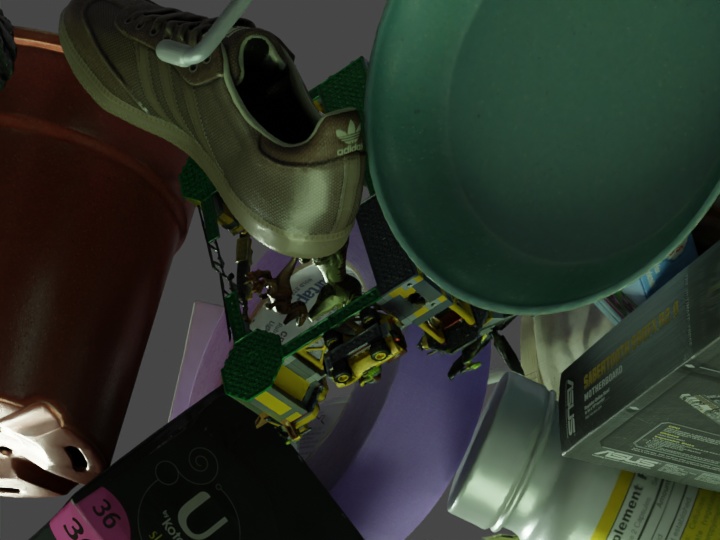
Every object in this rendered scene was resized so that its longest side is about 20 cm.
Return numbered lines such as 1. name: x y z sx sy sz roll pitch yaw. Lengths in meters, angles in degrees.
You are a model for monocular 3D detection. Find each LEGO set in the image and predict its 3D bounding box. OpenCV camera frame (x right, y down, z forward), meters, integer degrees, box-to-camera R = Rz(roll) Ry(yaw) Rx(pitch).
1. LEGO set: 0.000 0.000 0.954 0.154 0.201 0.116 -38 137 13

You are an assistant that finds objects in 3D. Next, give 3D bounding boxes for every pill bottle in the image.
1. pill bottle: 0.152 0.130 0.983 0.199 0.112 0.111 25 152 0

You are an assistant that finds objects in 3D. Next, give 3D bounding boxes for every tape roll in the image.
1. tape roll: -0.017 0.068 1.066 0.065 0.201 0.200 28 147 -32

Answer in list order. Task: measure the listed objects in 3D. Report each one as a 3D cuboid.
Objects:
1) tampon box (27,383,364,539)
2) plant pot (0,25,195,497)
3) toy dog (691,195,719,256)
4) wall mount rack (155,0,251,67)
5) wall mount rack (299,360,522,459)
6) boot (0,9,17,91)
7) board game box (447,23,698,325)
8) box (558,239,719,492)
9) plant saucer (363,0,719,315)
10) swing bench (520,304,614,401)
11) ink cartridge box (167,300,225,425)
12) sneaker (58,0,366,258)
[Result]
1. tampon box: -0.102 0.180 0.977 0.150 0.126 0.200 51 140 3
2. plant pot: -0.190 0.005 1.003 0.199 0.196 0.201 7 152 4
3. toy dog: 0.217 -0.062 0.819 0.193 0.140 0.200 11 157 -15
4. wall mount rack: -0.137 -0.167 0.801 0.173 0.075 0.200 31 168 38
5. wall mount rack: 0.020 0.106 1.157 0.075 0.174 0.199 46 147 -23
6. boot: -0.263 -0.149 0.848 0.210 0.080 0.158 29 169 4
7. board game box: 0.106 -0.039 0.902 0.037 0.151 0.200 -38 146 -3
8. box: 0.215 0.059 0.873 0.199 0.049 0.158 14 149 -17
9. plant saucer: 0.087 -0.079 0.774 0.199 0.201 0.036 -15 162 38
10. swing bench: 0.223 0.063 1.065 0.199 0.131 0.199 24 150 -26
11. ink cartridge box: -0.114 0.130 1.215 0.039 0.201 0.100 13 154 -2
12. sneaker: -0.064 -0.091 0.865 0.070 0.200 0.076 -20 141 -42
